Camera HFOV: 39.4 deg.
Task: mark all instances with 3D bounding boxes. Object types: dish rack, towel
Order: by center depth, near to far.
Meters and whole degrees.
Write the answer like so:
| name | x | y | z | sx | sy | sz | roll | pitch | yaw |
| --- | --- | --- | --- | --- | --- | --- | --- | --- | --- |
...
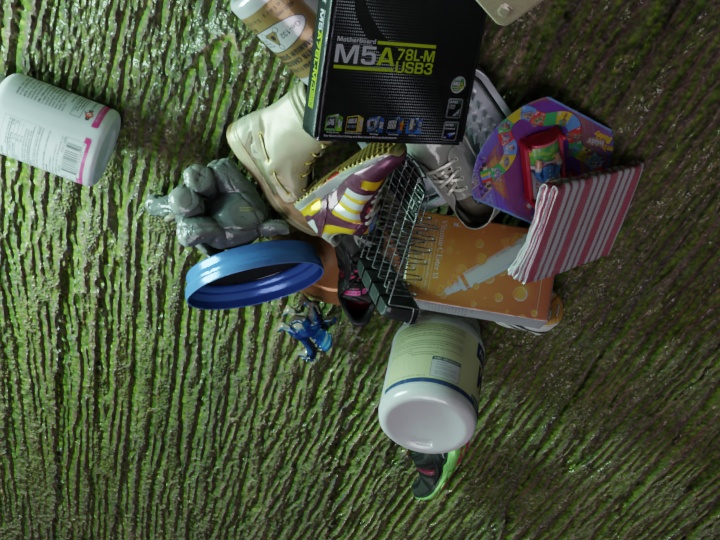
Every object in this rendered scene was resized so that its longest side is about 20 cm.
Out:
| name | x | y | z | sx | sy | sz | roll | pitch | yaw |
| --- | --- | --- | --- | --- | --- | --- | --- | --- | --- |
| towel | 0.279 | -0.066 | 1.291 | 0.030 | 0.200 | 0.146 | 41 | 131 | 34 |
| dish rack | 0.052 | -0.047 | 1.300 | 0.054 | 0.153 | 0.200 | 7 | 115 | -21 |
| dish rack | 0.110 | -0.177 | 1.315 | 0.200 | 0.044 | 0.172 | -22 | 123 | 30 |

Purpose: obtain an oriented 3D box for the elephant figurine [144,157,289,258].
| name | x | y | z | sx | sy | sz | roll | pitch | yaw |
| --- | --- | --- | --- | --- | --- | --- | --- | --- | --- |
| elephant figurine | -0.211 | -0.079 | 1.430 | 0.155 | 0.141 | 0.200 | 65 | 163 | 2 |

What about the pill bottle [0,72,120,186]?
| name | x | y | z | sx | sy | sz | roll | pitch | yaw |
| --- | --- | --- | --- | --- | --- | --- | --- | --- | --- |
| pill bottle | -0.442 | -0.201 | 1.377 | 0.200 | 0.113 | 0.113 | 21 | 134 | -6 |

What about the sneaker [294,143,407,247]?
| name | x | y | z | sx | sy | sz | roll | pitch | yaw |
| --- | --- | --- | --- | --- | --- | --- | --- | --- | --- |
| sneaker | 0.005 | -0.098 | 1.278 | 0.090 | 0.075 | 0.200 | 51 | 139 | -10 |

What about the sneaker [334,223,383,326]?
| name | x | y | z | sx | sy | sz | roll | pitch | yaw |
| --- | --- | --- | --- | --- | --- | --- | --- | --- | --- |
| sneaker | 0.000 | 0.000 | 1.429 | 0.077 | 0.084 | 0.200 | -7 | 133 | 2 |

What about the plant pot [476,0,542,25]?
| name | x | y | z | sx | sy | sz | roll | pitch | yaw |
| --- | --- | --- | --- | --- | --- | --- | --- | --- | --- |
| plant pot | 0.162 | -0.372 | 1.028 | 0.200 | 0.177 | 0.200 | -31 | 120 | 34 |

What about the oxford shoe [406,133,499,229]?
| name | x | y | z | sx | sy | sz | roll | pitch | yaw |
| --- | --- | --- | --- | --- | --- | --- | --- | --- | --- |
| oxford shoe | 0.116 | -0.128 | 1.291 | 0.075 | 0.058 | 0.200 | -23 | 122 | 31 |

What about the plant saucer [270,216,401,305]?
| name | x | y | z | sx | sy | sz | roll | pitch | yaw |
| --- | --- | --- | --- | --- | --- | --- | --- | --- | --- |
| plant saucer | -0.039 | -0.020 | 1.505 | 0.200 | 0.032 | 0.200 | 7 | 134 | 7 |

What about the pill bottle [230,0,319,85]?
| name | x | y | z | sx | sy | sz | roll | pitch | yaw |
| --- | --- | --- | --- | --- | --- | --- | --- | --- | --- |
| pill bottle | -0.047 | -0.285 | 1.202 | 0.114 | 0.114 | 0.200 | -30 | 120 | 34 |

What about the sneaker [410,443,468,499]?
| name | x | y | z | sx | sy | sz | roll | pitch | yaw |
| --- | --- | --- | --- | --- | --- | --- | --- | --- | --- |
| sneaker | 0.128 | 0.329 | 1.763 | 0.084 | 0.077 | 0.200 | 32 | 135 | 13 |

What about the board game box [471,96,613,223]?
| name | x | y | z | sx | sy | sz | roll | pitch | yaw |
| --- | --- | --- | --- | --- | --- | --- | --- | --- | --- |
| board game box | 0.241 | -0.125 | 1.270 | 0.200 | 0.039 | 0.158 | 19 | 115 | -33 |

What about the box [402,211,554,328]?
| name | x | y | z | sx | sy | sz | roll | pitch | yaw |
| --- | --- | --- | --- | --- | --- | --- | --- | --- | --- |
| box | 0.164 | 0.000 | 1.390 | 0.200 | 0.125 | 0.097 | 9 | 172 | 5 |

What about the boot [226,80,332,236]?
| name | x | y | z | sx | sy | sz | roll | pitch | yaw |
| --- | --- | --- | --- | --- | --- | --- | --- | --- | --- |
| boot | -0.065 | -0.150 | 1.359 | 0.155 | 0.073 | 0.200 | -27 | 110 | 32 |

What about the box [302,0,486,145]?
| name | x | y | z | sx | sy | sz | roll | pitch | yaw |
| --- | --- | --- | --- | --- | --- | --- | --- | --- | --- |
| box | 0.041 | -0.245 | 1.162 | 0.200 | 0.048 | 0.193 | -1 | 116 | -25 |

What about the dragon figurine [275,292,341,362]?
| name | x | y | z | sx | sy | sz | roll | pitch | yaw |
| --- | --- | --- | --- | --- | --- | --- | --- | --- | --- |
| dragon figurine | -0.066 | 0.086 | 1.565 | 0.099 | 0.059 | 0.200 | 27 | 150 | -16 |

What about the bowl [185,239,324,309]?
| name | x | y | z | sx | sy | sz | roll | pitch | yaw |
| --- | --- | --- | --- | --- | --- | --- | --- | --- | --- |
| bowl | -0.153 | 0.006 | 1.434 | 0.200 | 0.039 | 0.201 | -14 | 166 | -4 |

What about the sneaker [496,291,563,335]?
| name | x | y | z | sx | sy | sz | roll | pitch | yaw |
| --- | --- | --- | --- | --- | --- | --- | --- | --- | --- |
| sneaker | 0.194 | 0.046 | 1.482 | 0.200 | 0.076 | 0.088 | 24 | 157 | 7 |

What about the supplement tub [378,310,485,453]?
| name | x | y | z | sx | sy | sz | roll | pitch | yaw |
| --- | --- | --- | --- | --- | --- | --- | --- | --- | --- |
| supplement tub | 0.111 | 0.158 | 1.516 | 0.145 | 0.200 | 0.145 | 7 | 133 | 7 |
